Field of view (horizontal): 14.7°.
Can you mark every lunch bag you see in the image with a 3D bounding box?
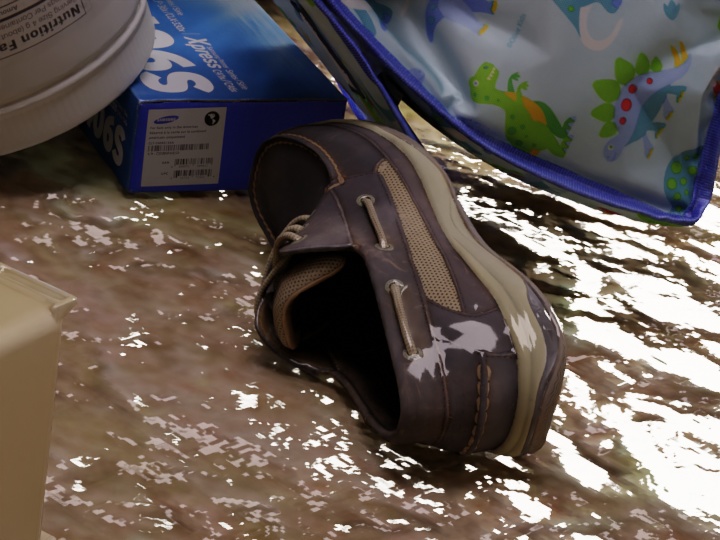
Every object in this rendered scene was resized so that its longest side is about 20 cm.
[{"bbox_3d":[0.046,-0.103,1.131,0.200,0.128,0.170,23,5,-13],"label":"lunch bag"}]

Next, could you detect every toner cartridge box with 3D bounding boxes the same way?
[{"bbox_3d":[-0.087,-0.095,1.221,0.095,0.043,0.200,-1,27,-25],"label":"toner cartridge box"}]

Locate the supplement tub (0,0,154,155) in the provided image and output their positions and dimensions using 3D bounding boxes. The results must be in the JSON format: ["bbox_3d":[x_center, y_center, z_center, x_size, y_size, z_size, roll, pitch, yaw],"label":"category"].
[{"bbox_3d":[-0.169,-0.159,1.100,0.132,0.200,0.132,-12,36,9],"label":"supplement tub"}]

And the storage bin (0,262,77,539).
[{"bbox_3d":[-0.220,0.044,0.818,0.198,0.094,0.200,22,28,26],"label":"storage bin"}]

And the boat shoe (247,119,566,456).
[{"bbox_3d":[0.000,0.000,1.017,0.073,0.075,0.200,-4,27,-28],"label":"boat shoe"}]
